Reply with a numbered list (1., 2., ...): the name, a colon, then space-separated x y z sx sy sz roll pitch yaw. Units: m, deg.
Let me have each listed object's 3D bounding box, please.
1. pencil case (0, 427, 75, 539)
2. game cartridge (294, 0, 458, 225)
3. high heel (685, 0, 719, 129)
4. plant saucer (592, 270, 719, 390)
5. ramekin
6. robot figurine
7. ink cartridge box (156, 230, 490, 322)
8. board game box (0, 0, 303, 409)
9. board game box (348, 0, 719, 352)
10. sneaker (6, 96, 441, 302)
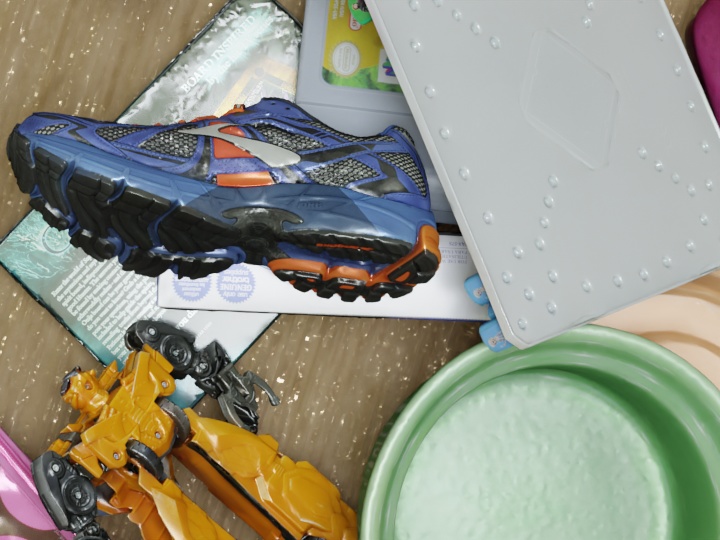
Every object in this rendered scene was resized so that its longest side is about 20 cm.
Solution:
1. pencil case: -0.181 0.136 0.934 0.200 0.091 0.094 47 123 -3
2. game cartridge: 0.035 -0.119 0.931 0.132 0.041 0.201 7 63 -6
3. high heel: 0.222 -0.051 0.945 0.067 0.096 0.201 -30 90 -2
4. plant saucer: 0.157 0.090 0.974 0.199 0.032 0.202 0 89 -3
5. ramekin: 0.091 0.126 0.898 0.198 0.098 0.202 0 88 -8
6. robot figurine: -0.077 0.122 0.914 0.200 0.058 0.145 44 48 -13
7. ink cartridge box: 0.000 0.000 0.911 0.198 0.094 0.045 2 92 -5
8. board game box: -0.078 -0.035 0.967 0.135 0.028 0.200 44 88 -3
9. board game box: 0.092 -0.077 0.877 0.199 0.026 0.201 -18 83 -43
10. sneaker: -0.060 -0.041 0.835 0.198 0.075 0.079 12 59 -11
